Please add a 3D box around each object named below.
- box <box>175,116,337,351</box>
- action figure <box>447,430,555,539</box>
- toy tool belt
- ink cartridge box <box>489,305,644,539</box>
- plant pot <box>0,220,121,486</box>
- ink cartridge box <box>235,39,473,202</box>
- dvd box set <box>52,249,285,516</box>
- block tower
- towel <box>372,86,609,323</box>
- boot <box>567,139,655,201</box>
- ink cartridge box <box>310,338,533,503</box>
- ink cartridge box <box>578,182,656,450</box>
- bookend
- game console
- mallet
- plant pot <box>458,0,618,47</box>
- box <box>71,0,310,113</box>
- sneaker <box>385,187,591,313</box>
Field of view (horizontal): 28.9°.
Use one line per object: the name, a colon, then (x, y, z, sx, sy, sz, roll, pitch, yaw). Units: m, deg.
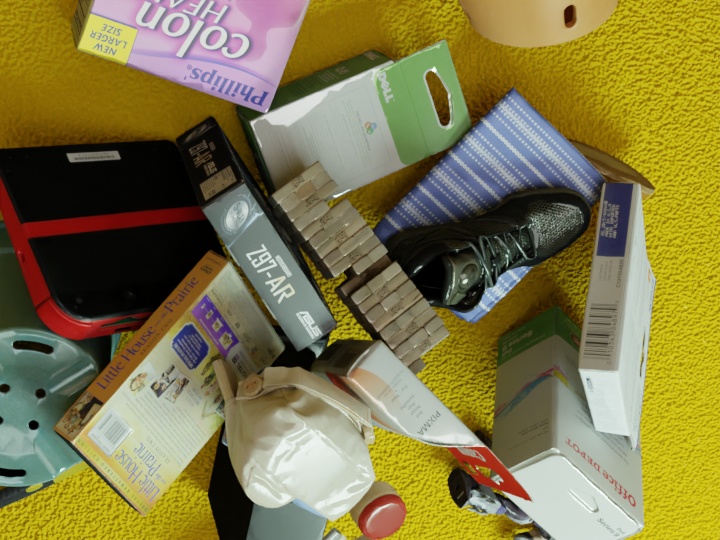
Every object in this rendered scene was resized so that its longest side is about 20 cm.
box: (-0.096, -0.037, 1.246, 0.043, 0.200, 0.160, -32, 115, 1)
action figure: (0.186, 0.256, 1.511, 0.200, 0.069, 0.130, 32, 96, -26)
toy tool belt: (-0.046, 0.151, 1.220, 0.125, 0.123, 0.200, -46, 132, 4)
ink cartridge box: (0.208, 0.160, 1.398, 0.087, 0.200, 0.145, -33, 120, 29)
plant pot: (-0.305, 0.081, 1.241, 0.200, 0.196, 0.201, -5, 113, -12)
ink cartridge box: (-0.005, -0.138, 1.305, 0.200, 0.059, 0.104, -24, 115, -9)
dvd box set: (-0.158, 0.099, 1.202, 0.200, 0.029, 0.146, -51, 145, -16)
block tower: (0.000, 0.000, 1.237, 0.058, 0.054, 0.200, -37, 93, -10)
towel: (0.124, -0.058, 1.338, 0.145, 0.024, 0.200, 41, 103, -18)
boot: (0.178, -0.059, 1.388, 0.201, 0.071, 0.144, 16, 112, -15)
ink cartridge box: (0.050, 0.145, 1.258, 0.050, 0.162, 0.200, -43, 98, -11)
ink cartridge box: (0.249, 0.048, 1.347, 0.040, 0.200, 0.200, 3, 152, 18)
bookend: (-0.073, 0.182, 1.340, 0.092, 0.199, 0.201, 7, 108, -17)
game console: (-0.212, -0.032, 1.213, 0.200, 0.177, 0.031, -8, 155, -45)
mallet: (-0.301, 0.192, 1.377, 0.199, 0.041, 0.066, -17, 114, -3)
plant pot: (0.153, -0.292, 1.227, 0.200, 0.200, 0.140, -20, 132, -6)
box: (-0.134, -0.264, 1.203, 0.176, 0.097, 0.200, 17, 106, -20)
sneaker: (0.124, -0.014, 1.283, 0.199, 0.114, 0.076, -14, 113, -1)
